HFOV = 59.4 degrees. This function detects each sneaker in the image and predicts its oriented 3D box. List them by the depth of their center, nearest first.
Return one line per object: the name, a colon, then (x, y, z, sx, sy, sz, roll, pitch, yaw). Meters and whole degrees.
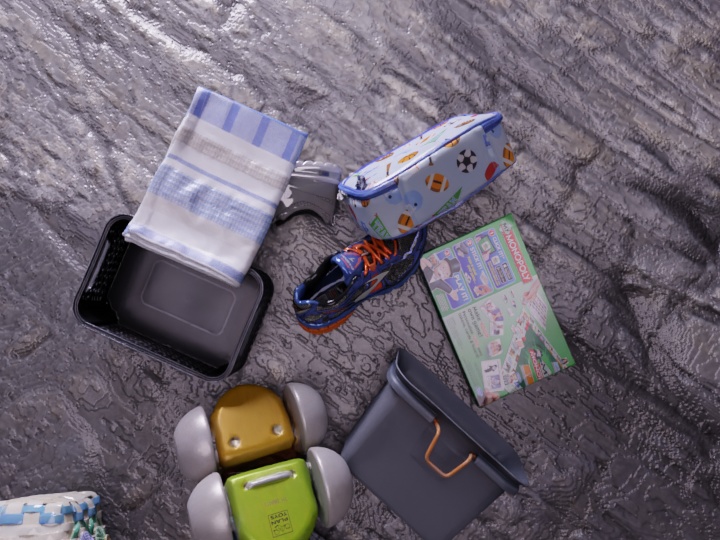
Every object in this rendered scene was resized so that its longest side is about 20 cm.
sneaker: (0.000, 0.000, 0.754, 0.199, 0.079, 0.076, -41, 67, -2)
sneaker: (-0.119, -0.087, 0.766, 0.195, 0.075, 0.084, -2, 86, -1)

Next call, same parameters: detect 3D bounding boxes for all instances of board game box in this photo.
board game box: (0.166, 0.049, 0.788, 0.132, 0.029, 0.203, -23, 88, -2)

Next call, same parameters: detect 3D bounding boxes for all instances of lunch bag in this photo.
lunch bag: (0.068, -0.112, 0.730, 0.197, 0.160, 0.077, -29, 109, -7)

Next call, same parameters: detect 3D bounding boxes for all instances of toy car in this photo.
toy car: (-0.112, 0.237, 0.713, 0.172, 0.152, 0.202, -10, 46, -21)

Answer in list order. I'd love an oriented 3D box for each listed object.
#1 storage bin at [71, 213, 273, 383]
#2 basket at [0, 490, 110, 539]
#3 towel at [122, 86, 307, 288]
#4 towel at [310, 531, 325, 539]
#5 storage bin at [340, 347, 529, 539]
storage bin: (-0.217, 0.033, 0.754, 0.197, 0.094, 0.137, 23, 88, 1)
basket: (-0.356, 0.357, 0.700, 0.136, 0.177, 0.205, 3, 77, -4)
towel: (-0.161, -0.096, 0.713, 0.145, 0.024, 0.203, 24, 79, 0)
towel: (-0.072, 0.430, 0.744, 0.164, 0.086, 0.202, 34, 88, 2)
storage bin: (0.075, 0.217, 0.734, 0.199, 0.146, 0.135, 40, 98, 1)
